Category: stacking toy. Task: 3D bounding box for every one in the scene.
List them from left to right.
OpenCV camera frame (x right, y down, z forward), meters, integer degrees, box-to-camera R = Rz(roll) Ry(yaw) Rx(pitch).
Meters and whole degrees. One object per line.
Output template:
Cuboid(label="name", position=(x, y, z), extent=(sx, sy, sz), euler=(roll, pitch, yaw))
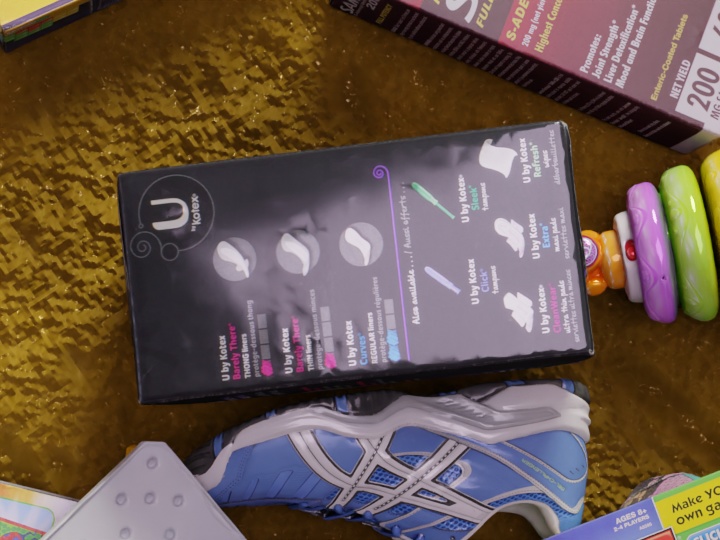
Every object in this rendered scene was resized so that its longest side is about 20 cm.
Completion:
Cuboid(label="stacking toy", position=(0.164, -0.014, 1.017), extent=(0.200, 0.110, 0.116), euler=(-10, 84, 5))

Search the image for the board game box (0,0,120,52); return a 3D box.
Cuboid(label="board game box", position=(-0.118, -0.222, 1.007), extent=(0.200, 0.057, 0.165), euler=(-25, 90, -11))

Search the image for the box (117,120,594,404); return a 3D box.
Cuboid(label="box", position=(0.000, 0.000, 0.950), extent=(0.200, 0.122, 0.106), euler=(-7, 86, 3))

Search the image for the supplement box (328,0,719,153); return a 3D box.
Cuboid(label="supplement box", position=(0.097, -0.147, 1.029), extent=(0.200, 0.061, 0.109), euler=(21, 82, -5))

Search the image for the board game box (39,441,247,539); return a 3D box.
Cuboid(label="board game box", position=(-0.106, 0.213, 0.937), extent=(0.200, 0.026, 0.200), euler=(-44, 109, -20))

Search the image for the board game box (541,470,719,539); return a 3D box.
Cuboid(label="board game box", position=(0.114, 0.184, 0.955), extent=(0.200, 0.029, 0.135), euler=(-24, 67, 12))

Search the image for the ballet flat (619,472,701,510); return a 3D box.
Cuboid(label="ballet flat", position=(0.141, 0.195, 0.995), extent=(0.069, 0.071, 0.200), euler=(12, 83, -8))

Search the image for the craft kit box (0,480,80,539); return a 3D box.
Cuboid(label="craft kit box", position=(-0.206, 0.189, 0.958), extent=(0.197, 0.049, 0.200), euler=(15, 82, -9))

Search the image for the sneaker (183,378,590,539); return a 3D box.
Cuboid(label="sneaker", position=(0.016, 0.097, 0.983), extent=(0.200, 0.076, 0.077), euler=(-5, 80, -8))
